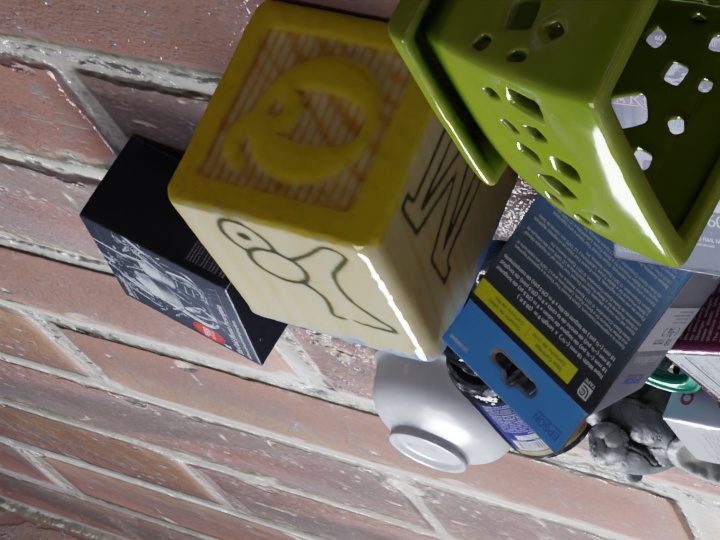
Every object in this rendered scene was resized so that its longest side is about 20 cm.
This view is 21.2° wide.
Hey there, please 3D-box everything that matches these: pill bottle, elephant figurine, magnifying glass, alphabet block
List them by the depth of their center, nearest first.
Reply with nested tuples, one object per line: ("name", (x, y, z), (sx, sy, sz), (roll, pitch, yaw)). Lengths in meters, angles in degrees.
("alphabet block", (-0.008, -0.071, 1.549), (0.194, 0.198, 0.200), (13, 157, 24))
("magnifying glass", (0.193, 0.047, 1.586), (0.199, 0.023, 0.080), (28, 158, 7))
("elephant figurine", (0.319, 0.133, 1.802), (0.198, 0.143, 0.155), (-4, 178, 25))
("pill bottle", (0.152, 0.097, 1.904), (0.111, 0.113, 0.200), (10, 155, 35))

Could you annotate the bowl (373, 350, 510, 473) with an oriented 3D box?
("bowl", (0.092, 0.169, 2.185), (0.199, 0.091, 0.201), (21, 159, 9))

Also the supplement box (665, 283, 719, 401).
("supplement box", (0.349, 0.031, 1.483), (0.199, 0.132, 0.103), (2, 152, 48))

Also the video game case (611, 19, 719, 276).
("video game case", (0.242, -0.083, 1.349), (0.142, 0.019, 0.201), (11, 130, 24))

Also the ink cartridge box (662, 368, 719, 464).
("ink cartridge box", (0.370, 0.093, 1.591), (0.199, 0.146, 0.083), (7, 154, 39))

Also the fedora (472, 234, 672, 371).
("fedora", (0.193, 0.009, 1.662), (0.199, 0.092, 0.201), (25, 159, 10))

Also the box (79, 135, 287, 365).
("box", (-0.166, -0.017, 1.968), (0.181, 0.105, 0.200), (27, 161, 19))

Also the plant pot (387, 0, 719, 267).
("plant pot", (0.140, -0.150, 1.191), (0.180, 0.201, 0.199), (20, 161, 34))

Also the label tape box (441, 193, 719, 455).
("label tape box", (0.176, 0.021, 1.502), (0.144, 0.201, 0.063), (45, -156, 27))
